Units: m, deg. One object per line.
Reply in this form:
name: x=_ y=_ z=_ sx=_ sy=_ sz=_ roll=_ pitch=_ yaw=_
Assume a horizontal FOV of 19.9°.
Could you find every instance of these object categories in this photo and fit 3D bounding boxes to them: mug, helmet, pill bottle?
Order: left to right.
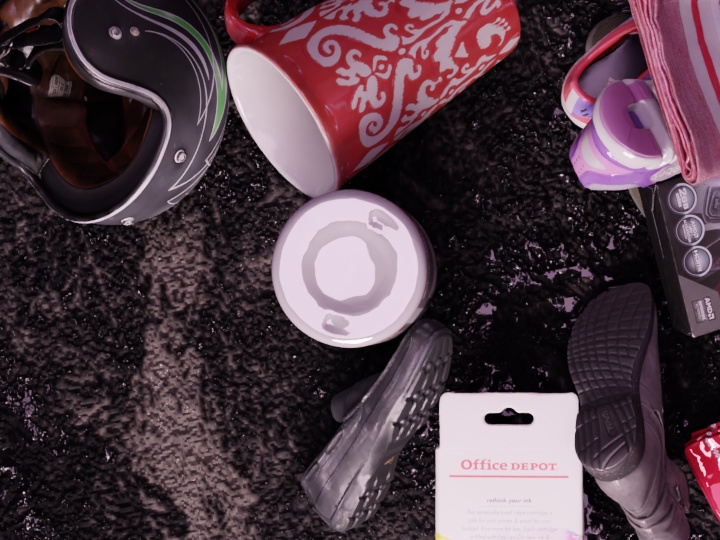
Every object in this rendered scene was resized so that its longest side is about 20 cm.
helmet: x=-0.193 y=-0.139 z=1.580 sx=0.200 sy=0.200 sz=0.191 roll=-44 pitch=119 yaw=2
pill bottle: x=0.000 y=0.000 z=1.556 sx=0.113 sy=0.200 sz=0.115 roll=0 pitch=89 yaw=5
mug: x=0.004 y=-0.181 z=1.568 sx=0.200 sy=0.133 sz=0.178 roll=-35 pitch=93 yaw=-20

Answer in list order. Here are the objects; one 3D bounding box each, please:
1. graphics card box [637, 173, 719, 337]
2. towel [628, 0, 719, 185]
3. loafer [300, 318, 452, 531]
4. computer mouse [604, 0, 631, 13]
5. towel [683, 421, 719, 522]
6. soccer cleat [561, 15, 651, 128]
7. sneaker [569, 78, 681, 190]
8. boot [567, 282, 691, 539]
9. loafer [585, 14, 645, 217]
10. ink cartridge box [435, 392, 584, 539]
graphics card box: x=0.322 y=-0.038 z=1.574 sx=0.199 sy=0.051 sz=0.126 roll=-16 pitch=101 yaw=-8
towel: x=0.289 y=-0.152 z=1.492 sx=0.199 sy=0.023 sz=0.145 roll=-17 pitch=89 yaw=-34
loafer: x=0.008 y=0.114 z=1.592 sx=0.070 sy=0.068 sz=0.201 roll=40 pitch=122 yaw=22
computer mouse: x=0.146 y=-0.240 z=1.613 sx=0.199 sy=0.110 sz=0.044 roll=22 pitch=111 yaw=17
towel: x=0.359 y=0.162 z=1.565 sx=0.199 sy=0.022 sz=0.145 roll=-25 pitch=92 yaw=32
soccer cleat: x=0.236 y=-0.178 z=1.537 sx=0.200 sy=0.073 sz=0.068 roll=-36 pitch=82 yaw=3
sneaker: x=0.230 y=-0.103 z=1.519 sx=0.199 sy=0.089 sz=0.081 roll=-14 pitch=68 yaw=-36
boot: x=0.214 y=0.118 z=1.595 sx=0.069 sy=0.201 sz=0.132 roll=-13 pitch=132 yaw=28
loafer: x=0.231 y=-0.108 z=1.605 sx=0.075 sy=0.070 sz=0.201 roll=-27 pitch=87 yaw=4
ink cartridge box: x=0.117 y=0.194 z=1.608 sx=0.116 sy=0.067 sz=0.202 roll=0 pitch=89 yaw=6
